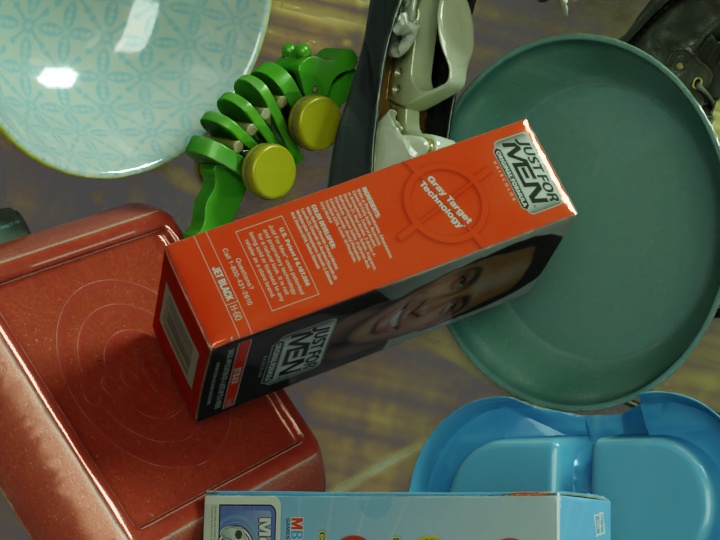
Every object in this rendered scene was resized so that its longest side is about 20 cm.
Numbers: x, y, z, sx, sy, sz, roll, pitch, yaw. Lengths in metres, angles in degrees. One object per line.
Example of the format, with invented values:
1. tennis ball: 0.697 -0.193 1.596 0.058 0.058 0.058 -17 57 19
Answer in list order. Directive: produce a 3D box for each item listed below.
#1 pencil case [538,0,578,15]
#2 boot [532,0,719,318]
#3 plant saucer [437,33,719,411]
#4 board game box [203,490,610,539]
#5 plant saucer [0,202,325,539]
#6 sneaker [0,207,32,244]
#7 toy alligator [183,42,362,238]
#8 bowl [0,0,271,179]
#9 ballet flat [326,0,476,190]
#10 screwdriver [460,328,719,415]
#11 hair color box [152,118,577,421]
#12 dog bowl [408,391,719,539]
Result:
1. pencil case: 0.180 -0.203 0.981 0.199 0.078 0.090 -18 84 -2
2. boot: 0.185 -0.059 1.006 0.200 0.069 0.175 -28 75 34
3. plant saucer: 0.120 -0.026 0.992 0.199 0.036 0.201 3 94 40
4. board game box: 0.017 0.203 0.858 0.195 0.056 0.201 -4 80 32
5. plant saucer: -0.116 0.057 0.946 0.037 0.199 0.200 -40 80 35
6. sneaker: -0.217 0.031 0.947 0.082 0.073 0.200 48 37 5
7. toy alligator: -0.040 -0.098 1.025 0.200 0.059 0.054 -48 123 -21
8. bowl: -0.157 -0.159 1.006 0.107 0.200 0.201 23 74 46
9. ballet flat: 0.027 -0.088 1.001 0.073 0.073 0.201 10 89 -1
10. screwdriver: 0.150 0.070 1.033 0.199 0.028 0.029 27 49 9
11. hair color box: 0.000 0.000 0.929 0.199 0.102 0.061 -21 71 -18
12. dog bowl: 0.120 0.122 0.955 0.199 0.049 0.112 -5 78 34
